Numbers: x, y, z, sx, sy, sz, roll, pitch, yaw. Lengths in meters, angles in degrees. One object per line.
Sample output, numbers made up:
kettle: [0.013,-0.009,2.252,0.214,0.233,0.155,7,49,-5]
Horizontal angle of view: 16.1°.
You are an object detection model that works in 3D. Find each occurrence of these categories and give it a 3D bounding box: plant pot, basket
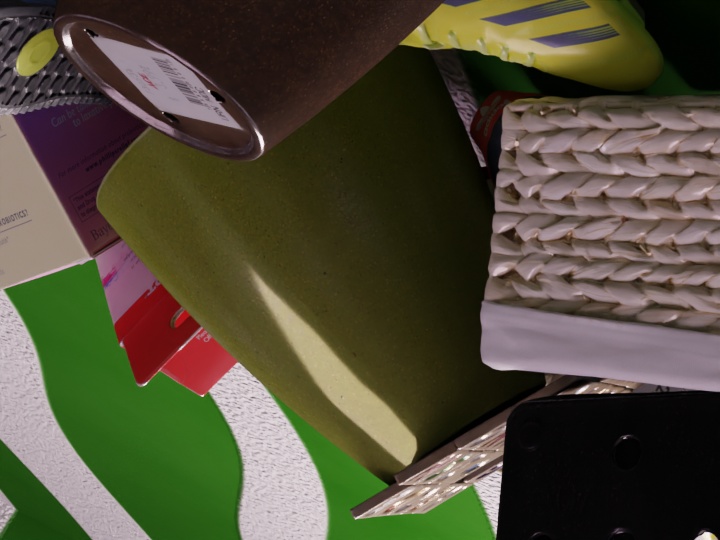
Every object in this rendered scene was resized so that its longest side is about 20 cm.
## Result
plant pot: [-0.028,-0.150,0.978,0.187,0.200,0.187,28,163,9]
basket: [0.159,-0.016,1.106,0.135,0.124,0.200,-3,-176,-35]
plant pot: [0.163,0.139,1.141,0.200,0.200,0.177,-5,162,40]
plant pot: [0.000,0.000,1.264,0.200,0.187,0.187,56,167,10]

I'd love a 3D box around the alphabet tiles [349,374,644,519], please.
alphabet tiles: [0.081,0.080,1.271,0.008,0.167,0.200,61,-171,10]

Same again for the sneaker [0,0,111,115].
sneaker: [-0.172,-0.128,1.294,0.078,0.066,0.200,43,-161,15]

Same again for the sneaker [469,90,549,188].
sneaker: [0.129,-0.032,1.298,0.200,0.075,0.084,42,177,-41]

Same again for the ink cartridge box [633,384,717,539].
ink cartridge box: [0.194,0.086,1.431,0.068,0.115,0.200,23,161,23]

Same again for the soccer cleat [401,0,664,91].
soccer cleat: [0.040,-0.123,1.141,0.200,0.084,0.065,30,163,2]

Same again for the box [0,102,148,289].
box: [-0.217,-0.095,1.438,0.176,0.097,0.200,-18,105,48]

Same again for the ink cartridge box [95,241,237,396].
ink cartridge box: [-0.087,-0.013,1.459,0.067,0.116,0.200,35,-162,-33]

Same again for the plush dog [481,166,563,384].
plush dog: [0.079,0.052,1.431,0.172,0.161,0.200,16,146,-31]

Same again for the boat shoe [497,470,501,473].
boat shoe: [0.167,0.135,1.726,0.200,0.072,0.076,25,178,43]
